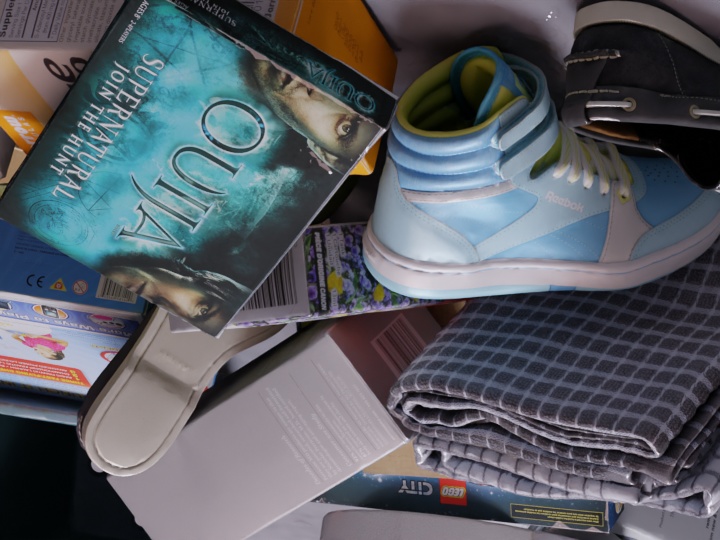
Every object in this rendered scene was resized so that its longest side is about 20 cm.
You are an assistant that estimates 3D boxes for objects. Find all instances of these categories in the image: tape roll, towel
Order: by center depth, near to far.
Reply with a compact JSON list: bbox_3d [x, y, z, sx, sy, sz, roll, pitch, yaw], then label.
[{"bbox_3d":[0.135,0.046,1.486,0.199,0.166,0.086,7,131,42],"label":"towel"},{"bbox_3d":[0.071,0.190,1.788,0.202,0.037,0.203,8,167,2],"label":"tape roll"}]

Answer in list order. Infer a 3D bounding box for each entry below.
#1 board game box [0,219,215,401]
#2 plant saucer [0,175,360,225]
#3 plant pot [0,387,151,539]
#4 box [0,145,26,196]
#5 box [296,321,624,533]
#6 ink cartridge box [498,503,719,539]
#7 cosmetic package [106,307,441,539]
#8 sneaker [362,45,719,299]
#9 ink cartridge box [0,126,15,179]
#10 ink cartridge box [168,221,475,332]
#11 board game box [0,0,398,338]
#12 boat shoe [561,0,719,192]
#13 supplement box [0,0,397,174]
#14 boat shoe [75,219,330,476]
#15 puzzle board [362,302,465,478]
[{"bbox_3d":[-0.203,0.023,1.736,0.199,0.056,0.196,9,160,11],"label":"board game box"},{"bbox_3d":[-0.098,-0.037,1.506,0.199,0.031,0.200,-2,-178,0],"label":"plant saucer"},{"bbox_3d":[-0.175,0.166,1.907,0.195,0.197,0.200,8,-167,12],"label":"plant pot"},{"bbox_3d":[-0.216,-0.052,1.661,0.199,0.021,0.163,18,157,-12],"label":"box"},{"bbox_3d":[0.061,0.083,1.706,0.199,0.038,0.137,5,112,20],"label":"box"},{"bbox_3d":[0.126,0.139,1.847,0.199,0.083,0.146,25,154,-25],"label":"ink cartridge box"},{"bbox_3d":[-0.044,0.092,1.653,0.200,0.107,0.090,-36,94,35],"label":"cosmetic package"},{"bbox_3d":[0.102,-0.058,1.418,0.199,0.080,0.131,-9,129,-17],"label":"sneaker"},{"bbox_3d":[-0.277,-0.128,1.440,0.146,0.083,0.200,4,156,20],"label":"ink cartridge box"},{"bbox_3d":[0.000,0.000,1.524,0.109,0.051,0.200,-7,178,42],"label":"ink cartridge box"},{"bbox_3d":[-0.083,-0.055,1.351,0.135,0.028,0.200,30,139,-9],"label":"board game box"},{"bbox_3d":[0.184,-0.064,1.373,0.199,0.068,0.072,23,153,-26],"label":"boat shoe"},{"bbox_3d":[-0.097,-0.109,1.404,0.199,0.074,0.126,2,155,24],"label":"supplement box"},{"bbox_3d":[-0.097,0.028,1.623,0.073,0.200,0.063,39,-179,-23],"label":"boat shoe"},{"bbox_3d":[0.085,0.055,1.649,0.199,0.017,0.151,2,110,23],"label":"puzzle board"}]
